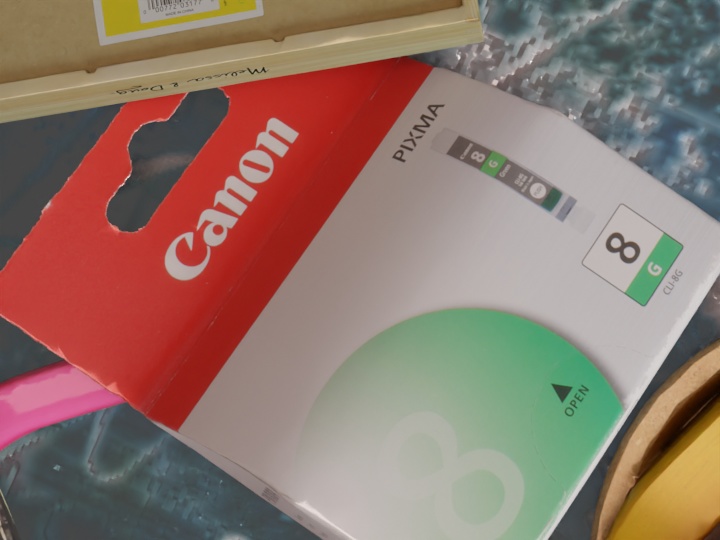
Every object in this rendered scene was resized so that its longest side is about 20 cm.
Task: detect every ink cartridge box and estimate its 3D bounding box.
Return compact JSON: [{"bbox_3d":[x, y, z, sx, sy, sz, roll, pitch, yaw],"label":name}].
[{"bbox_3d":[0.000,0.000,0.758,0.200,0.050,0.161,35,75,0],"label":"ink cartridge box"}]

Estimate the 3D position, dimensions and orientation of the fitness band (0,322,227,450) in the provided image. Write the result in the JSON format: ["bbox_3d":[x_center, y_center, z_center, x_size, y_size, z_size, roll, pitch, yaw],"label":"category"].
[{"bbox_3d":[-0.068,0.095,0.793,0.200,0.037,0.144,-17,91,3],"label":"fitness band"}]

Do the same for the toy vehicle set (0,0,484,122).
[{"bbox_3d":[-0.066,-0.123,0.776,0.200,0.027,0.124,-9,78,4],"label":"toy vehicle set"}]

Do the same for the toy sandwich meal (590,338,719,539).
[{"bbox_3d":[0.165,0.108,0.761,0.205,0.070,0.205,0,92,3],"label":"toy sandwich meal"}]

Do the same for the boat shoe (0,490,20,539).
[{"bbox_3d":[-0.121,0.137,0.735,0.073,0.065,0.200,-14,90,-35],"label":"boat shoe"}]
